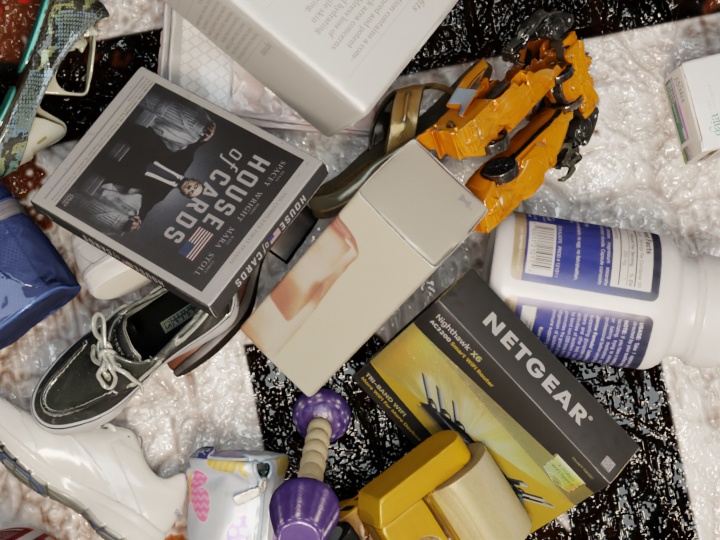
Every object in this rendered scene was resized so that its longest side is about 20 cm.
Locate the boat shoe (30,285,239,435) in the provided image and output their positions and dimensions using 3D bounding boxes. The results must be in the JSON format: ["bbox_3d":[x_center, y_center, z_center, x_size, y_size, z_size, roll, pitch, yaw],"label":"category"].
[{"bbox_3d":[-0.190,0.065,1.405,0.199,0.068,0.074,-29,76,6],"label":"boat shoe"}]

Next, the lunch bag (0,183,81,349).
[{"bbox_3d":[-0.350,0.017,1.430,0.200,0.136,0.132,-36,88,-1],"label":"lunch bag"}]

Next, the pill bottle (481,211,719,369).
[{"bbox_3d":[0.203,0.020,1.448,0.200,0.116,0.116,10,87,0],"label":"pill bottle"}]

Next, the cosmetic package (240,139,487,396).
[{"bbox_3d":[0.000,0.000,1.400,0.087,0.103,0.200,44,131,1],"label":"cosmetic package"}]

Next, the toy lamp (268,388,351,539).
[{"bbox_3d":[-0.040,0.162,1.394,0.058,0.200,0.058,1,114,2],"label":"toy lamp"}]

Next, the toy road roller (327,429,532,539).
[{"bbox_3d":[0.026,0.224,1.422,0.200,0.146,0.123,-35,104,-14],"label":"toy road roller"}]

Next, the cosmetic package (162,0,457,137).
[{"bbox_3d":[-0.037,-0.238,1.391,0.200,0.166,0.167,40,81,-7],"label":"cosmetic package"}]

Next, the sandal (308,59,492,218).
[{"bbox_3d":[0.030,-0.120,1.463,0.200,0.080,0.054,-38,103,-5],"label":"sandal"}]

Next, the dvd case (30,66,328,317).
[{"bbox_3d":[-0.146,-0.066,1.384,0.200,0.025,0.150,28,72,28],"label":"dvd case"}]

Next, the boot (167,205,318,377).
[{"bbox_3d":[-0.166,-0.034,1.470,0.200,0.068,0.188,35,87,2],"label":"boot"}]

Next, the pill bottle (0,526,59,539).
[{"bbox_3d":[-0.289,0.269,1.385,0.113,0.200,0.113,0,87,0],"label":"pill bottle"}]

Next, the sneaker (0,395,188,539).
[{"bbox_3d":[-0.235,0.161,1.467,0.200,0.075,0.087,35,71,-3],"label":"sneaker"}]

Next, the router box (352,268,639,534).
[{"bbox_3d":[0.107,0.116,1.423,0.200,0.157,0.052,47,51,2],"label":"router box"}]

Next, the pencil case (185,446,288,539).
[{"bbox_3d":[-0.101,0.246,1.445,0.083,0.091,0.200,3,88,-44],"label":"pencil case"}]

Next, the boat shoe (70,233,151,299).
[{"bbox_3d":[-0.144,-0.050,1.424,0.200,0.072,0.069,-31,73,1],"label":"boat shoe"}]

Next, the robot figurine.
[{"bbox_3d":[0.130,-0.128,1.435,0.200,0.058,0.145,-46,129,-37],"label":"robot figurine"}]

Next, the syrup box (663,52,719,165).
[{"bbox_3d":[0.367,-0.155,1.477,0.200,0.081,0.079,-14,85,-1],"label":"syrup box"}]

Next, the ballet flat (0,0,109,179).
[{"bbox_3d":[-0.271,-0.149,1.478,0.074,0.074,0.200,24,90,0],"label":"ballet flat"}]

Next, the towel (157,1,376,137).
[{"bbox_3d":[-0.075,-0.221,1.483,0.191,0.032,0.200,3,87,-13],"label":"towel"}]
